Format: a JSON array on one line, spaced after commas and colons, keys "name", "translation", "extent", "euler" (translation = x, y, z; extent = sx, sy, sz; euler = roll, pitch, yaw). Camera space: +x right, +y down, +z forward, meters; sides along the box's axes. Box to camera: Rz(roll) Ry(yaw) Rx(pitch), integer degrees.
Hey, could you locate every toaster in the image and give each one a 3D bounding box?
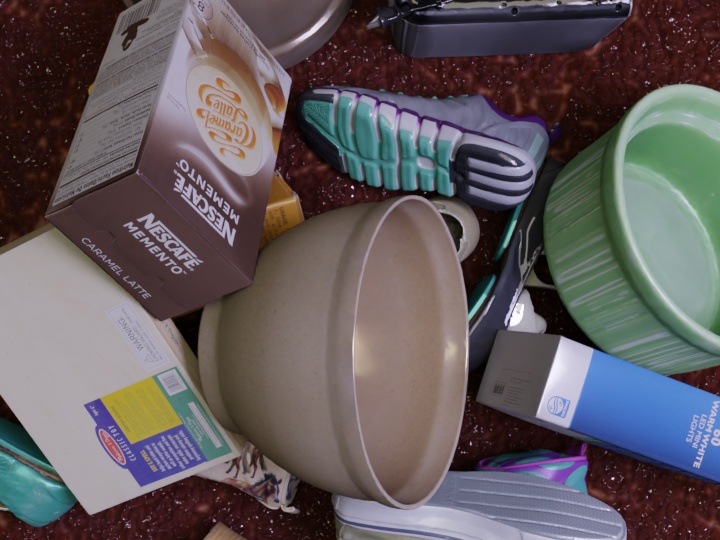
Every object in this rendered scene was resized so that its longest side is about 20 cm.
[{"name": "toaster", "translation": [0.098, -0.258, 0.880], "extent": [0.200, 0.119, 0.181], "euler": [-3, 84, -1]}]

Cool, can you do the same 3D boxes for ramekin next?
[{"name": "ramekin", "translation": [0.227, -0.022, 0.832], "extent": [0.200, 0.098, 0.200], "euler": [12, 66, -27]}]

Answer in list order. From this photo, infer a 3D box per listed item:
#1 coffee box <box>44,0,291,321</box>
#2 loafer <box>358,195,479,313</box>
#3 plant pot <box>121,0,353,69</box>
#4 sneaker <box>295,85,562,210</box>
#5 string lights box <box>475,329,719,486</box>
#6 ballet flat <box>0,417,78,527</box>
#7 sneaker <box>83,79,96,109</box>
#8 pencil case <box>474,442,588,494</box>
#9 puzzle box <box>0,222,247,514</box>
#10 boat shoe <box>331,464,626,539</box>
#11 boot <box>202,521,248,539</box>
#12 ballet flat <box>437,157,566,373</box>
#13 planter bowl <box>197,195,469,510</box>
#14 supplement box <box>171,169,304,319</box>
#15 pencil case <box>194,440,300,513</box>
[{"name": "coffee box", "translation": [-0.118, -0.085, 0.766], "extent": [0.080, 0.114, 0.200], "euler": [-20, 43, 28]}, {"name": "loafer", "translation": [0.000, 0.000, 0.879], "extent": [0.200, 0.068, 0.076], "euler": [-32, 86, -3]}, {"name": "plant pot", "translation": [-0.099, -0.261, 0.853], "extent": [0.200, 0.174, 0.200], "euler": [0, 83, 0]}, {"name": "sneaker", "translation": [0.050, -0.106, 0.894], "extent": [0.200, 0.075, 0.088], "euler": [21, 46, 21]}, {"name": "string lights box", "translation": [0.195, 0.103, 0.827], "extent": [0.200, 0.103, 0.059], "euler": [20, 84, -17]}, {"name": "ballet flat", "translation": [-0.300, 0.126, 0.869], "extent": [0.200, 0.067, 0.070], "euler": [34, 99, 5]}, {"name": "sneaker", "translation": [-0.175, -0.090, 0.826], "extent": [0.070, 0.090, 0.200], "euler": [-8, 40, 8]}, {"name": "pencil case", "translation": [0.138, 0.232, 0.850], "extent": [0.092, 0.085, 0.200], "euler": [-5, 83, -21]}, {"name": "puzzle box", "translation": [-0.182, 0.066, 0.788], "extent": [0.133, 0.025, 0.200], "euler": [-23, 110, 18]}, {"name": "boat shoe", "translation": [0.079, 0.178, 0.797], "extent": [0.200, 0.072, 0.062], "euler": [8, 115, 11]}, {"name": "boot", "translation": [-0.107, 0.300, 0.848], "extent": [0.144, 0.071, 0.201], "euler": [39, 80, 6]}, {"name": "ballet flat", "translation": [0.120, 0.011, 0.881], "extent": [0.073, 0.073, 0.200], "euler": [27, 83, 2]}, {"name": "planter bowl", "translation": [-0.022, 0.052, 0.775], "extent": [0.134, 0.200, 0.201], "euler": [-1, 84, 25]}, {"name": "supplement box", "translation": [-0.137, -0.006, 0.843], "extent": [0.200, 0.067, 0.069], "euler": [-22, 119, -9]}, {"name": "pencil case", "translation": [-0.129, 0.115, 0.863], "extent": [0.200, 0.078, 0.090], "euler": [18, 91, 2]}]
